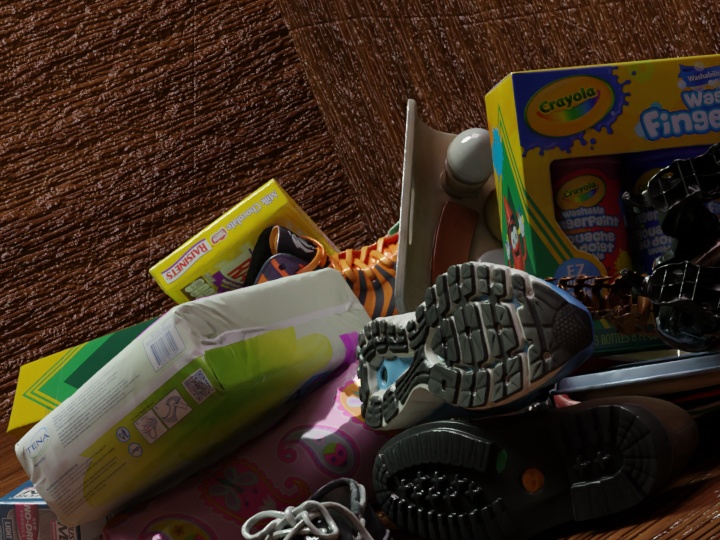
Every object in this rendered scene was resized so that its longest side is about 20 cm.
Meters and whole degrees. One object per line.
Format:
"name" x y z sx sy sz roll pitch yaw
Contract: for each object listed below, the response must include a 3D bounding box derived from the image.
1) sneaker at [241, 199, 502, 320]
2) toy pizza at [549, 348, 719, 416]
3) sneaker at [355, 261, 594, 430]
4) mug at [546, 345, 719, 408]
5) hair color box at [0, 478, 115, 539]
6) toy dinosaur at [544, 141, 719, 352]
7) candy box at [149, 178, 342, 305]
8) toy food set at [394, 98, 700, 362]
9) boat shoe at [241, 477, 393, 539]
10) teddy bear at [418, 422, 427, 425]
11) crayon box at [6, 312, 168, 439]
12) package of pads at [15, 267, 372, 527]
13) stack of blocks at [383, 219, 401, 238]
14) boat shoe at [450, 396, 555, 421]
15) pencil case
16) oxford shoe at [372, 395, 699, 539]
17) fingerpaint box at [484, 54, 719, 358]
"sneaker" 0.000 0.000 1.534 0.200 0.112 0.078 -41 18 11
"toy pizza" 0.206 0.061 1.360 0.199 0.032 0.200 -9 -2 0
"sneaker" 0.075 0.041 1.325 0.089 0.079 0.200 0 -9 -27
"mug" 0.196 0.035 1.563 0.199 0.178 0.134 -17 -32 9
"hair color box" -0.164 0.168 1.549 0.060 0.101 0.200 -1 10 16
"toy dinosaur" 0.189 0.012 1.321 0.199 0.103 0.136 -22 -27 0
"candy box" -0.068 0.003 1.646 0.102 0.026 0.200 -39 -20 2
"toy food set" 0.120 -0.027 1.477 0.199 0.144 0.060 8 -30 -7
"boat shoe" -0.023 0.153 1.270 0.073 0.068 0.199 -21 4 18
"teddy bear" 0.031 0.091 1.627 0.200 0.067 0.145 -40 -6 -40
"crayon box" -0.117 0.108 1.704 0.172 0.059 0.200 -20 -37 41
"package of pads" -0.097 0.075 1.442 0.154 0.068 0.200 -40 -13 26
"stack of blocks" 0.038 0.012 1.729 0.115 0.059 0.200 -45 -8 10
"boat shoe" 0.079 0.099 1.442 0.071 0.076 0.200 -24 2 -1
"pencil case" -0.053 0.136 1.422 0.199 0.088 0.087 -31 6 -13
"oxford shoe" 0.095 0.108 1.303 0.199 0.073 0.084 -9 2 37
"fingerpaint box" 0.185 -0.038 1.419 0.199 0.168 0.073 -5 -6 -10
